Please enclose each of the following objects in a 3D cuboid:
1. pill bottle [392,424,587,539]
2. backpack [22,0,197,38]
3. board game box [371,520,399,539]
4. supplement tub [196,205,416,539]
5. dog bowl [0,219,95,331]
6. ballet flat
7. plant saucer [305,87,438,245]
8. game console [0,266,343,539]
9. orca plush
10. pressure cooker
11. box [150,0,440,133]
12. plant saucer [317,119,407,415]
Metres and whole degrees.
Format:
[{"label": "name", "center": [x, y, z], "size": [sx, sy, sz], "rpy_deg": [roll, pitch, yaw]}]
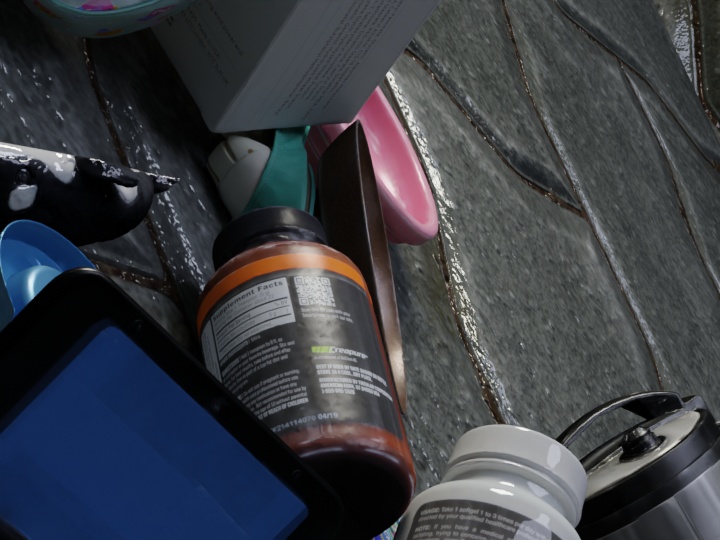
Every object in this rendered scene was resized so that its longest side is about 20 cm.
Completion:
[{"label": "pill bottle", "center": [0.063, 0.187, 1.213], "size": [0.111, 0.111, 0.200], "rpy_deg": [49, 45, -30]}, {"label": "backpack", "center": [-0.152, -0.243, 1.296], "size": [0.200, 0.176, 0.153], "rpy_deg": [66, -16, -8]}, {"label": "board game box", "center": [0.030, 0.225, 1.308], "size": [0.135, 0.029, 0.200], "rpy_deg": [21, 42, -64]}, {"label": "supplement tub", "center": [-0.037, 0.057, 1.264], "size": [0.107, 0.107, 0.200], "rpy_deg": [42, 25, -44]}, {"label": "dog bowl", "center": [-0.142, 0.073, 1.053], "size": [0.111, 0.050, 0.200], "rpy_deg": [24, 40, -61]}, {"label": "ballet flat", "center": [-0.070, -0.074, 1.471], "size": [0.070, 0.067, 0.200], "rpy_deg": [27, 29, -17]}, {"label": "plant saucer", "center": [-0.012, -0.102, 1.649], "size": [0.201, 0.051, 0.201], "rpy_deg": [55, 15, -22]}, {"label": "game console", "center": [-0.106, 0.134, 0.916], "size": [0.200, 0.116, 0.176], "rpy_deg": [46, 30, -34]}, {"label": "orca plush", "center": [-0.165, -0.026, 1.152], "size": [0.200, 0.105, 0.071], "rpy_deg": [4, 96, -83]}, {"label": "pressure cooker", "center": [0.217, 0.192, 1.618], "size": [0.200, 0.178, 0.176], "rpy_deg": [59, 21, -4]}, {"label": "box", "center": [-0.050, -0.228, 1.432], "size": [0.131, 0.200, 0.199], "rpy_deg": [-7, 56, -42]}, {"label": "plant saucer", "center": [0.000, 0.000, 1.470], "size": [0.200, 0.034, 0.201], "rpy_deg": [-9, 90, -87]}]
